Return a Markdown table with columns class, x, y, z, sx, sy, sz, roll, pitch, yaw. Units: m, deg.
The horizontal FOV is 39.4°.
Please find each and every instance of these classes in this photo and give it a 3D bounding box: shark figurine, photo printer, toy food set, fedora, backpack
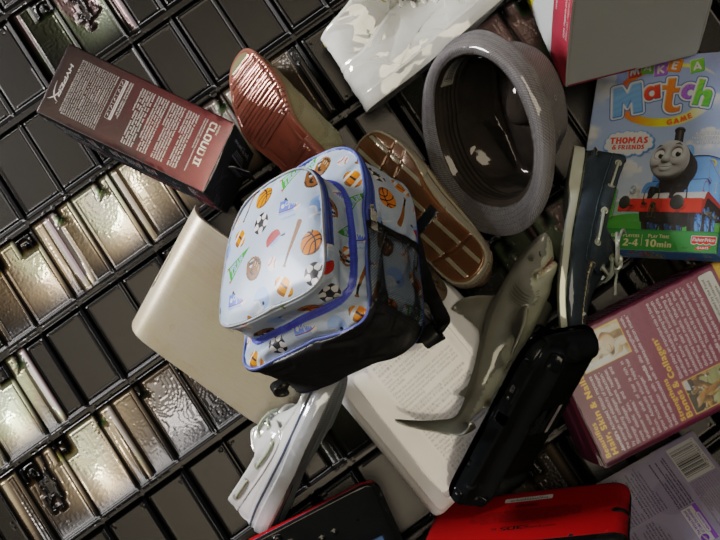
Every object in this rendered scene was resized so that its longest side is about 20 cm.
| class | x | y | z | sx | sy | sz | roll | pitch | yaw |
| --- | --- | --- | --- | --- | --- | --- | --- | --- | --- |
| shark figurine | 0.115 | 0.068 | 0.960 | 0.089 | 0.128 | 0.217 | 27 | 81 | 21 |
| photo printer | 0.072 | 0.116 | 1.017 | 0.166 | 0.069 | 0.201 | -41 | 86 | -4 |
| toy food set | -0.124 | 0.049 | 1.031 | 0.198 | 0.060 | 0.145 | 34 | 104 | 4 |
| fedora | 0.147 | -0.146 | 1.012 | 0.089 | 0.175 | 0.204 | -26 | 111 | -34 |
| backpack | -0.034 | -0.009 | 0.898 | 0.198 | 0.154 | 0.193 | -22 | 48 | 32 |

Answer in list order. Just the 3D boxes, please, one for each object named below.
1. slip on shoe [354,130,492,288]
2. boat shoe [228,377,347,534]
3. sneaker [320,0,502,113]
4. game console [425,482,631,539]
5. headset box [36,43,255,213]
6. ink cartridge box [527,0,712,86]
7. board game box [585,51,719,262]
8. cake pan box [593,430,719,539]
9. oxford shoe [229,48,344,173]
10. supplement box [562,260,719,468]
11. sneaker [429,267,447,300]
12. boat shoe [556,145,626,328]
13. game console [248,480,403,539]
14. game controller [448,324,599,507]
| class | x | y | z | sx | sy | sz | roll | pitch | yaw |
| --- | --- | --- | --- | --- | --- | --- | --- | --- | --- |
| slip on shoe | 0.066 | -0.061 | 1.038 | 0.076 | 0.060 | 0.200 | -48 | 67 | 10 |
| boat shoe | -0.080 | 0.172 | 0.989 | 0.066 | 0.073 | 0.202 | 30 | 110 | 13 |
| sneaker | 0.053 | -0.271 | 1.045 | 0.199 | 0.074 | 0.116 | -37 | 89 | -1 |
| game console | 0.163 | 0.298 | 0.944 | 0.196 | 0.172 | 0.121 | -11 | 102 | 19 |
| headset box | -0.197 | -0.131 | 0.999 | 0.197 | 0.149 | 0.076 | 26 | 86 | 3 |
| ink cartridge box | 0.237 | -0.314 | 0.978 | 0.143 | 0.145 | 0.203 | -15 | 58 | -1 |
| board game box | 0.298 | -0.114 | 1.002 | 0.149 | 0.036 | 0.204 | 3 | 77 | 37 |
| cake pan box | 0.290 | 0.271 | 0.956 | 0.182 | 0.053 | 0.201 | -28 | 44 | -2 |
| oxford shoe | -0.070 | -0.147 | 1.047 | 0.071 | 0.073 | 0.202 | -43 | 69 | 32 |
| supplement box | 0.289 | 0.090 | 1.001 | 0.197 | 0.103 | 0.133 | -24 | 86 | -2 |
| sneaker | 0.000 | 0.000 | 1.009 | 0.199 | 0.070 | 0.077 | 34 | 102 | 33 |
| boat shoe | 0.221 | -0.024 | 0.962 | 0.061 | 0.075 | 0.203 | 7 | 64 | 8 |
| game console | -0.024 | 0.331 | 1.000 | 0.174 | 0.031 | 0.203 | -24 | 101 | -1 |
| game controller | 0.150 | 0.135 | 0.925 | 0.042 | 0.103 | 0.202 | 40 | 122 | 29 |
